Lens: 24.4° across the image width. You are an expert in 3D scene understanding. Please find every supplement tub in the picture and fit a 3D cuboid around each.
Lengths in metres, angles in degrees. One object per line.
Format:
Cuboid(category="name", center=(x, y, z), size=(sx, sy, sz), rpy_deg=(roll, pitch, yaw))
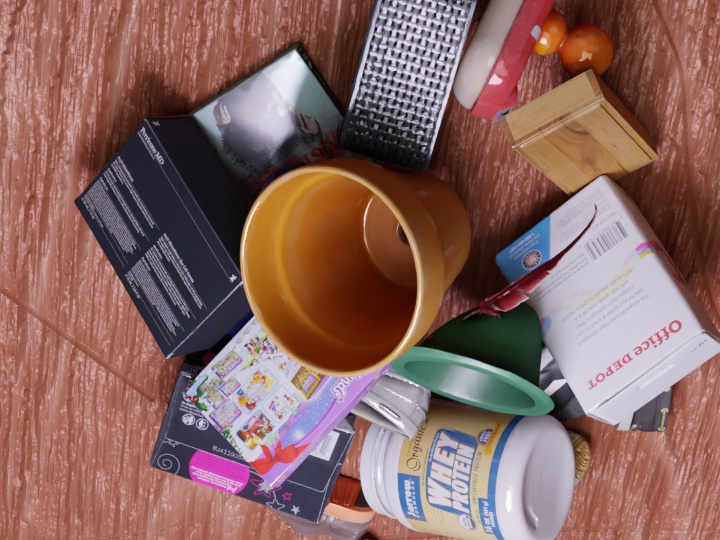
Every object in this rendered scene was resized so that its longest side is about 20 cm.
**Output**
Cuboid(category="supplement tub", center=(0.114, 0.215, 1.778), size=(0.198, 0.145, 0.146), rpy_deg=(4, 120, 35))

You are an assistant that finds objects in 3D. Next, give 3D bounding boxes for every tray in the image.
Cuboid(category="tray", center=(0.217, -0.127, 1.618), size=(0.098, 0.200, 0.037), rpy_deg=(-28, 67, 17))

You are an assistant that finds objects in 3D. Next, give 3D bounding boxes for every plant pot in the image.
Cuboid(category="plant pot", center=(0.014, -0.018, 1.615), size=(0.198, 0.183, 0.203), rpy_deg=(8, 107, 28))

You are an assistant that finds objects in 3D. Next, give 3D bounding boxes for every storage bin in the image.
Cuboid(category="storage bin", center=(0.048, -0.215, 1.610), size=(0.093, 0.136, 0.202), rpy_deg=(16, 117, -3))

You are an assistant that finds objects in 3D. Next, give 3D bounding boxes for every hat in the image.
Cuboid(category="hat", center=(0.143, 0.035, 1.653), size=(0.198, 0.178, 0.166), rpy_deg=(10, 163, 29))

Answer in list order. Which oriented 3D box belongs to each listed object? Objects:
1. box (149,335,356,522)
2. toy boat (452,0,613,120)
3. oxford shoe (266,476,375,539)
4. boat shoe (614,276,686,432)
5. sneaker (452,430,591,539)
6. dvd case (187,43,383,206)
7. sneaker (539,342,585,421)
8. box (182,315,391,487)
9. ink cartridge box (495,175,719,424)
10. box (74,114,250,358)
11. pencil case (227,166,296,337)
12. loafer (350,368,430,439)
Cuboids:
Cuboid(category="box", center=(-0.113, 0.165, 1.825), size=(0.198, 0.115, 0.133), rpy_deg=(19, 116, -5))
Cuboid(category="toy boat", center=(0.179, -0.226, 1.568), size=(0.130, 0.131, 0.202), rpy_deg=(26, 82, -1))
Cuboid(category="oxford shoe", center=(-0.083, 0.265, 1.896), size=(0.198, 0.072, 0.073), rpy_deg=(19, 122, -4))
Cuboid(category="boat shoe", center=(0.320, 0.087, 1.771), size=(0.060, 0.072, 0.203), rpy_deg=(9, 124, -3))
Cuboid(category="sneaker", center=(0.180, 0.258, 1.873), size=(0.200, 0.088, 0.076), rpy_deg=(-44, 71, 2))
Cuboid(category="dvd case", center=(-0.067, -0.117, 1.734), size=(0.145, 0.022, 0.201), rpy_deg=(-29, 111, 18))
Cuboid(category="sneaker", center=(0.244, 0.085, 1.784), size=(0.199, 0.073, 0.112), rpy_deg=(-38, 124, 13))
Cuboid(category="box", center=(-0.067, 0.103, 1.707), size=(0.200, 0.039, 0.137), rpy_deg=(-46, 77, 3))
Cuboid(category="ink cartridge box", center=(0.250, 0.032, 1.671), size=(0.144, 0.201, 0.084), rpy_deg=(-37, 151, 16))
Cuboid(category="box", center=(-0.184, -0.036, 1.691), size=(0.141, 0.079, 0.201), rpy_deg=(-43, 71, 35))
Cuboid(category="pencil case", center=(-0.104, -0.013, 1.733), size=(0.087, 0.078, 0.200), rpy_deg=(48, 124, 17))
Cuboid(category="loafer", center=(-0.026, 0.122, 1.746), size=(0.198, 0.070, 0.070), rpy_deg=(16, 156, 10))
